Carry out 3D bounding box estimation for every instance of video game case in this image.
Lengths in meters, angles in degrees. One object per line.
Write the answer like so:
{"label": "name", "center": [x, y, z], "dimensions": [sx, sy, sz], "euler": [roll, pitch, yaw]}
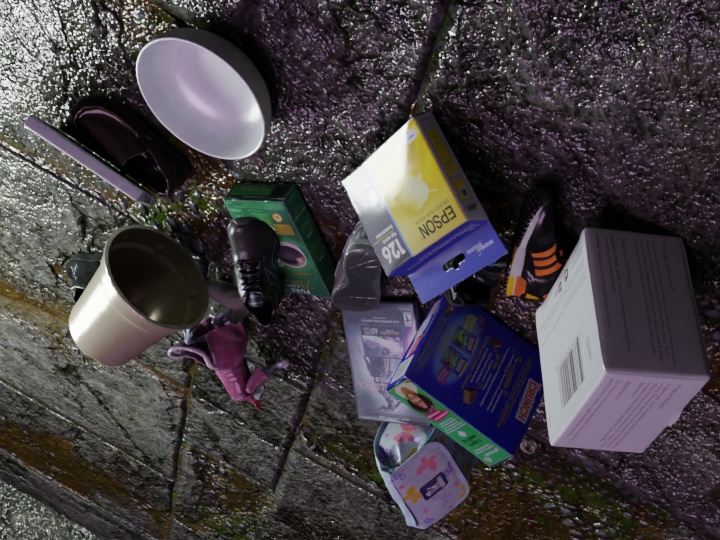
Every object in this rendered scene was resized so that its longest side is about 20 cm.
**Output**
{"label": "video game case", "center": [-0.411, -0.165, 1.665], "dimensions": [0.199, 0.022, 0.182], "euler": [35, 178, -3]}
{"label": "video game case", "center": [0.042, 0.144, 1.701], "dimensions": [0.141, 0.019, 0.203], "euler": [1, 105, 37]}

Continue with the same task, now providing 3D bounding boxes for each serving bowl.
{"label": "serving bowl", "center": [-0.199, -0.245, 1.443], "dimensions": [0.198, 0.066, 0.201], "euler": [21, 144, 16]}

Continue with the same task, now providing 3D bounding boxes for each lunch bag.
{"label": "lunch bag", "center": [0.110, 0.301, 1.766], "dimensions": [0.126, 0.201, 0.171], "euler": [3, 137, 35]}

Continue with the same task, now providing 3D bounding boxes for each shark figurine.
{"label": "shark figurine", "center": [-0.187, 0.045, 1.781], "dimensions": [0.128, 0.090, 0.214], "euler": [40, 147, -14]}

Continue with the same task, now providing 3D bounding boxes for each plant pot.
{"label": "plant pot", "center": [-0.385, 0.059, 1.800], "dimensions": [0.200, 0.201, 0.183], "euler": [40, 123, -14]}

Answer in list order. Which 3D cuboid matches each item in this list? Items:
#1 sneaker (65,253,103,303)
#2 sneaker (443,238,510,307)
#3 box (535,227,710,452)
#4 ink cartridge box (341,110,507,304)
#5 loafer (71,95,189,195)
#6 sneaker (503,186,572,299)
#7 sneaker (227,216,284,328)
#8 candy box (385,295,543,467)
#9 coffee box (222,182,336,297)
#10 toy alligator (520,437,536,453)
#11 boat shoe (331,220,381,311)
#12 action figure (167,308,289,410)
{"label": "sneaker", "center": [-0.502, 0.021, 1.976], "dimensions": [0.198, 0.105, 0.060], "euler": [-7, 132, 42]}
{"label": "sneaker", "center": [0.145, 0.013, 1.466], "dimensions": [0.070, 0.084, 0.200], "euler": [23, 161, -4]}
{"label": "box", "center": [0.311, 0.088, 1.317], "dimensions": [0.129, 0.202, 0.200], "euler": [6, 145, -9]}
{"label": "ink cartridge box", "center": [0.075, -0.072, 1.394], "dimensions": [0.197, 0.047, 0.202], "euler": [-36, 78, 53]}
{"label": "loafer", "center": [-0.346, -0.185, 1.612], "dimensions": [0.199, 0.072, 0.073], "euler": [34, 119, -13]}
{"label": "sneaker", "center": [0.241, -0.032, 1.379], "dimensions": [0.089, 0.071, 0.201], "euler": [11, 144, 2]}
{"label": "sneaker", "center": [-0.152, 0.003, 1.614], "dimensions": [0.074, 0.080, 0.201], "euler": [-5, 138, 9]}
{"label": "candy box", "center": [0.163, 0.156, 1.571], "dimensions": [0.199, 0.170, 0.077], "euler": [36, 150, -6]}
{"label": "coffee box", "center": [-0.117, -0.046, 1.648], "dimensions": [0.122, 0.044, 0.201], "euler": [4, 137, 34]}
{"label": "toy alligator", "center": [0.217, 0.214, 1.710], "dimensions": [0.201, 0.059, 0.054], "euler": [52, -178, -29]}
{"label": "boat shoe", "center": [-0.002, -0.001, 1.610], "dimensions": [0.073, 0.066, 0.203], "euler": [8, 149, 0]}
{"label": "action figure", "center": [-0.226, 0.174, 1.929], "dimensions": [0.133, 0.149, 0.202], "euler": [-9, 115, 36]}
